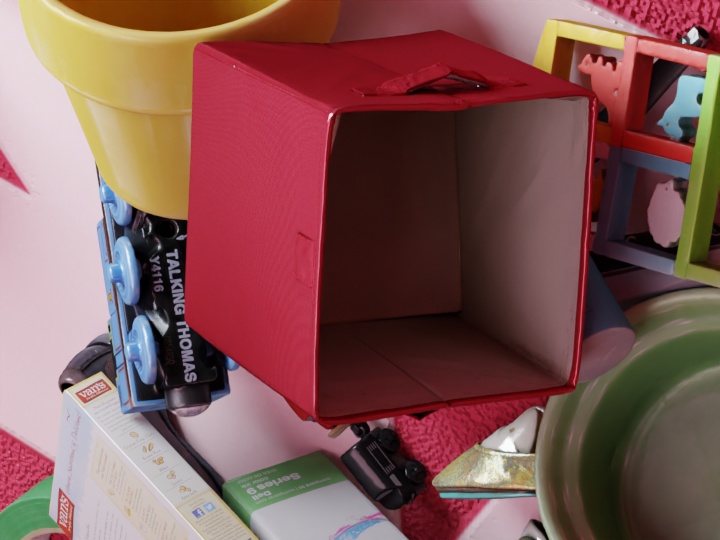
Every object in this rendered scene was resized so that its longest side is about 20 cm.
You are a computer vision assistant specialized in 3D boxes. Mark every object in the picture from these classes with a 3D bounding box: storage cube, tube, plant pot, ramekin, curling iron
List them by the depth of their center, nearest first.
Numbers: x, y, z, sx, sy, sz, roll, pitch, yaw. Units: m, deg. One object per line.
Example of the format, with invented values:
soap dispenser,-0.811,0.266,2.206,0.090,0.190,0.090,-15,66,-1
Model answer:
storage cube,0.012,-0.030,1.475,0.180,0.170,0.201,32,123,57
ramekin,0.211,0.118,1.529,0.199,0.098,0.201,-8,71,24
tube,0.095,-0.026,1.545,0.077,0.050,0.200,-47,56,30
curling iron,0.138,-0.088,1.572,0.200,0.026,0.050,-37,88,42
plant pot,-0.110,-0.141,1.626,0.200,0.201,0.189,26,142,23

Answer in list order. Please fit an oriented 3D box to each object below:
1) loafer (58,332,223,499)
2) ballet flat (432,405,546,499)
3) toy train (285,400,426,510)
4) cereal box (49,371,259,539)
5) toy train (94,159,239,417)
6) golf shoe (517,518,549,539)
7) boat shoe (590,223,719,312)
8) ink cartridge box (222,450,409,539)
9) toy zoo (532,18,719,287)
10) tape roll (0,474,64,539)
loafer,-0.155,0.144,1.892,0.072,0.063,0.200,-24,99,42
ballet flat,0.134,0.118,1.671,0.199,0.071,0.071,0,114,37
toy train,-0.031,0.083,1.778,0.200,0.046,0.034,50,132,3
cereal box,-0.140,0.184,1.811,0.200,0.039,0.144,45,144,26
toy train,-0.134,0.002,1.755,0.114,0.086,0.201,151,110,-71
golf shoe,0.116,0.215,1.743,0.200,0.078,0.098,-16,83,39
boat shoe,0.189,-0.005,1.557,0.199,0.069,0.057,-11,63,27
ink cartridge box,-0.013,0.238,1.771,0.200,0.087,0.146,39,137,49
toy zoo,0.157,-0.072,1.526,0.200,0.020,0.132,18,104,41
tape roll,-0.198,0.251,1.993,0.200,0.048,0.201,18,124,28
